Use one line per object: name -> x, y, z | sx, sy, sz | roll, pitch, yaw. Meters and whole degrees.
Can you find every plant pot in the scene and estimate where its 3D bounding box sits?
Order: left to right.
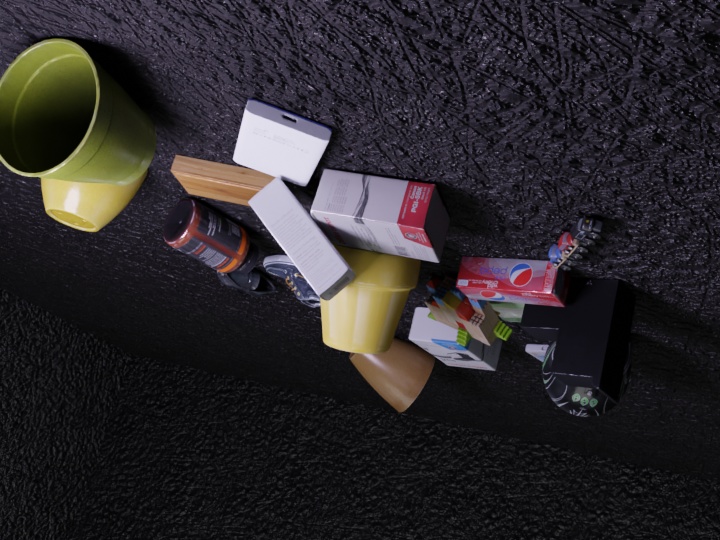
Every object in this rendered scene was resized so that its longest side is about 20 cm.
plant pot -> -0.519, -0.159, 1.608 | 0.197, 0.144, 0.200 | 14, 163, 4
plant pot -> -0.416, -0.217, 1.295 | 0.197, 0.204, 0.193 | 8, 174, 23
plant pot -> 0.005, 0.047, 1.580 | 0.197, 0.192, 0.201 | 7, -173, -1
plant pot -> 0.074, 0.257, 2.348 | 0.198, 0.188, 0.186 | 33, 160, -8

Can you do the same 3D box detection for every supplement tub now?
supplement tub -> -0.305, -0.062, 1.775 | 0.106, 0.109, 0.199 | -1, 155, 44

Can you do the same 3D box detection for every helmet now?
helmet -> 0.475, 0.209, 1.799 | 0.197, 0.202, 0.192 | 14, 146, 6

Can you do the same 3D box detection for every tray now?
tray -> -0.234, -0.155, 1.544 | 0.197, 0.038, 0.099 | 11, 163, 13

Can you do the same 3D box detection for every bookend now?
bookend -> 0.384, 0.124, 1.568 | 0.197, 0.203, 0.092 | 0, 157, 40

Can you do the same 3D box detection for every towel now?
towel -> 0.306, 0.064, 1.742 | 0.148, 0.031, 0.199 | 0, 156, 40

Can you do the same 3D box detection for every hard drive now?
hard drive -> -0.126, -0.196, 1.333 | 0.130, 0.026, 0.200 | 19, 163, -9

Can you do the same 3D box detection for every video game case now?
video game case -> 0.524, 0.222, 2.051 | 0.180, 0.022, 0.199 | -2, 155, 46

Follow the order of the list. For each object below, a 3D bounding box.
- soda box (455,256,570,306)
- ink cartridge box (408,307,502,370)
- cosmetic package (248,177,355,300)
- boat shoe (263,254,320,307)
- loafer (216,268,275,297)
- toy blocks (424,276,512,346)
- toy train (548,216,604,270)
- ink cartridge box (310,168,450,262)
soda box -> 0.280, 0.020, 1.570 | 0.197, 0.064, 0.070 | 4, 160, 36
ink cartridge box -> 0.229, 0.165, 2.034 | 0.143, 0.085, 0.199 | 2, 158, 37
cosmetic package -> -0.097, -0.051, 1.437 | 0.201, 0.074, 0.102 | 50, 180, 11
boat shoe -> -0.141, 0.025, 1.923 | 0.197, 0.092, 0.071 | 9, 162, 24
loafer -> -0.277, 0.017, 2.075 | 0.069, 0.069, 0.200 | -2, 162, 26
toy blocks -> 0.200, 0.072, 1.739 | 0.199, 0.100, 0.137 | 24, 159, 42
toy train -> 0.341, -0.042, 1.372 | 0.045, 0.035, 0.200 | 19, 163, 3
ink cartridge box -> 0.036, -0.091, 1.411 | 0.197, 0.084, 0.147 | 11, 163, 19
